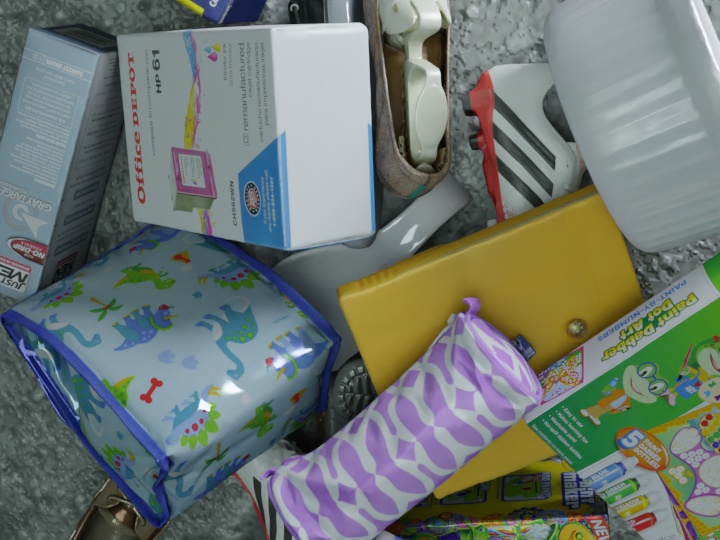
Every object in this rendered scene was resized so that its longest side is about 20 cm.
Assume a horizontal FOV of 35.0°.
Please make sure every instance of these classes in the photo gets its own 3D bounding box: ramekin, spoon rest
[{"bbox_3d":[0.200,-0.110,0.763,0.097,0.200,0.201,-23,99,22],"label":"ramekin"},{"bbox_3d":[0.000,0.000,0.890,0.200,0.061,0.099,-44,93,15],"label":"spoon rest"}]

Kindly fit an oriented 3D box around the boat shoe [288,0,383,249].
[{"bbox_3d":[-0.020,-0.114,0.849,0.056,0.069,0.201,-6,81,19],"label":"boat shoe"}]

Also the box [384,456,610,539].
[{"bbox_3d":[0.105,0.263,0.905,0.191,0.122,0.201,-6,103,10],"label":"box"}]

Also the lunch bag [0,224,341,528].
[{"bbox_3d":[-0.143,0.059,0.851,0.200,0.170,0.128,43,145,21],"label":"lunch bag"}]

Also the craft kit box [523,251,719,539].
[{"bbox_3d":[0.245,0.098,0.781,0.197,0.049,0.200,-39,116,17],"label":"craft kit box"}]

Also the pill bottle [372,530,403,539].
[{"bbox_3d":[0.073,0.275,0.790,0.199,0.114,0.114,29,106,1],"label":"pill bottle"}]

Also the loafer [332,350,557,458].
[{"bbox_3d":[0.076,0.090,0.869,0.199,0.070,0.076,13,106,-9],"label":"loafer"}]

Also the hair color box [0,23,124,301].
[{"bbox_3d":[-0.236,-0.085,0.887,0.060,0.099,0.201,20,106,4],"label":"hair color box"}]

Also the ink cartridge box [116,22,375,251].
[{"bbox_3d":[-0.086,-0.099,0.813,0.199,0.084,0.145,11,108,49],"label":"ink cartridge box"}]

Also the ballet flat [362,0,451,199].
[{"bbox_3d":[0.042,-0.153,0.824,0.068,0.067,0.201,-6,91,-16],"label":"ballet flat"}]

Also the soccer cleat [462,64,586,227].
[{"bbox_3d":[0.133,-0.054,0.841,0.085,0.069,0.201,-12,93,10],"label":"soccer cleat"}]

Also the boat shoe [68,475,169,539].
[{"bbox_3d":[-0.185,0.195,0.961,0.076,0.072,0.200,34,106,0],"label":"boat shoe"}]

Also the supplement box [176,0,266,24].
[{"bbox_3d":[-0.146,-0.275,0.821,0.199,0.110,0.109,31,106,1],"label":"supplement box"}]

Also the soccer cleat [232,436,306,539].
[{"bbox_3d":[-0.063,0.165,0.924,0.085,0.069,0.201,-26,84,19],"label":"soccer cleat"}]

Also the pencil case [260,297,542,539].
[{"bbox_3d":[0.029,0.109,0.764,0.200,0.084,0.086,-42,79,10],"label":"pencil case"}]

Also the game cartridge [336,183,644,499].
[{"bbox_3d":[0.106,0.054,0.809,0.199,0.032,0.177,-21,108,5],"label":"game cartridge"}]
